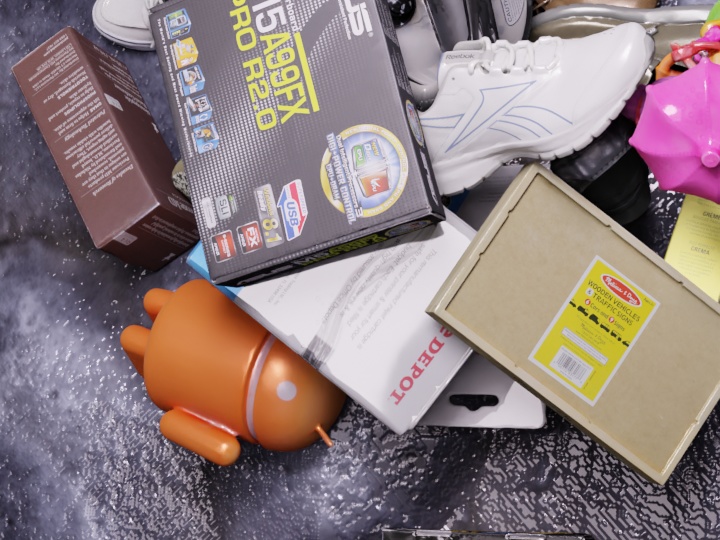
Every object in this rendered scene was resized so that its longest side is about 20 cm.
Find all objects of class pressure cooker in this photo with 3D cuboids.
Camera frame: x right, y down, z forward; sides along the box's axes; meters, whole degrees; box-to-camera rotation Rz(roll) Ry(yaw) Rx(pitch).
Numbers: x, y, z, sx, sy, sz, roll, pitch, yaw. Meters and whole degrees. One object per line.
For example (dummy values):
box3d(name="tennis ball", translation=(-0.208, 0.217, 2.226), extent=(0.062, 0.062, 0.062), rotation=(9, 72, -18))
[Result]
box3d(name="pressure cooker", translation=(0.032, -0.193, 0.936), extent=(0.175, 0.200, 0.180), rotation=(31, 71, -20))

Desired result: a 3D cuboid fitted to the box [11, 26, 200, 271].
box3d(name="box", translation=(-0.220, -0.106, 1.086), extent=(0.075, 0.100, 0.201), rotation=(-32, 70, 11))

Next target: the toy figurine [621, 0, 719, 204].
box3d(name="toy figurine", translation=(0.241, -0.115, 0.796), extent=(0.200, 0.183, 0.151), rotation=(31, 133, 48))

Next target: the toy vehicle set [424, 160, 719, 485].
box3d(name="toy vehicle set", translation=(0.157, 0.036, 0.834), extent=(0.200, 0.027, 0.125), rotation=(37, 83, -7))

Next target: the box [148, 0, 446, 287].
box3d(name="box", translation=(-0.045, -0.106, 0.828), extent=(0.159, 0.044, 0.201), rotation=(-17, 81, 17))

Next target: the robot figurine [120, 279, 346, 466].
box3d(name="robot figurine", translation=(-0.093, 0.074, 0.993), extent=(0.199, 0.144, 0.117), rotation=(17, 112, 22))

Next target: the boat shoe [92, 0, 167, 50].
box3d(name="boat shoe", translation=(-0.164, -0.243, 1.102), extent=(0.201, 0.086, 0.075), rotation=(5, 80, 20))

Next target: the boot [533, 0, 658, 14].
box3d(name="boot", translation=(0.145, -0.238, 1.002), extent=(0.199, 0.074, 0.076), rotation=(7, 87, 18))

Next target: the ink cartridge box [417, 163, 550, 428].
box3d(name="ink cartridge box", translation=(0.098, 0.024, 0.960), extent=(0.115, 0.067, 0.202), rotation=(0, 78, 18))

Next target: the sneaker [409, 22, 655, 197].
box3d(name="sneaker", translation=(0.098, -0.115, 0.808), extent=(0.199, 0.087, 0.075), rotation=(-22, 28, 37))

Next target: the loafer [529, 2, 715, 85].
box3d(name="loafer", translation=(0.206, -0.163, 0.958), extent=(0.199, 0.075, 0.070), rotation=(-1, 74, 19))

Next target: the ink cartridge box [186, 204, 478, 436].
box3d(name="ink cartridge box", translation=(0.000, 0.000, 0.892), extent=(0.200, 0.084, 0.145), rotation=(38, 91, 6))

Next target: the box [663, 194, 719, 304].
box3d(name="box", translation=(0.243, 0.025, 0.906), extent=(0.050, 0.075, 0.201), rotation=(17, 86, 23))

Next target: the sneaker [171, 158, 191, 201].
box3d(name="sneaker", translation=(-0.101, -0.032, 0.996), extent=(0.088, 0.077, 0.200), rotation=(-37, 51, -26))

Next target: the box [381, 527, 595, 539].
box3d(name="box", translation=(0.094, 0.295, 0.914), extent=(0.159, 0.049, 0.202), rotation=(-4, 77, 22))

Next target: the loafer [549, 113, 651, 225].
box3d(name="loafer", translation=(0.180, -0.069, 0.880), extent=(0.068, 0.200, 0.071), rotation=(-38, 82, 10))
